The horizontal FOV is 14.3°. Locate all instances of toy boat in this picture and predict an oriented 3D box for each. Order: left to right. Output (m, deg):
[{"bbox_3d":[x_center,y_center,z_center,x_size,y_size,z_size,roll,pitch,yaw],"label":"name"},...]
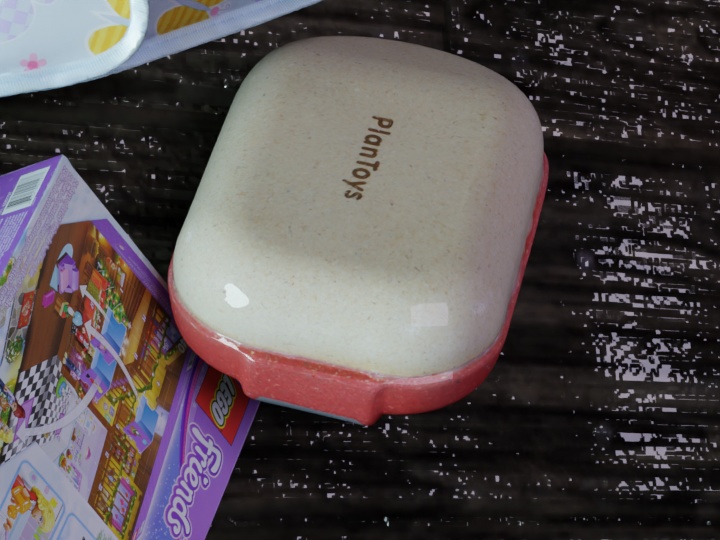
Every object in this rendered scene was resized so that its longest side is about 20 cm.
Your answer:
[{"bbox_3d":[0.000,0.000,1.137,0.130,0.131,0.200,13,42,6],"label":"toy boat"}]

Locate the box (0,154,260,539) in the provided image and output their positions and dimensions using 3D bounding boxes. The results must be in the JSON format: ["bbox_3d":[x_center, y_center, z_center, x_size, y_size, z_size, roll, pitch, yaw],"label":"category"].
[{"bbox_3d":[-0.115,0.075,1.035,0.137,0.039,0.200,53,39,-29],"label":"box"}]

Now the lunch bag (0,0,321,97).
[{"bbox_3d":[-0.115,-0.158,1.067,0.200,0.127,0.170,-20,109,-35],"label":"lunch bag"}]
